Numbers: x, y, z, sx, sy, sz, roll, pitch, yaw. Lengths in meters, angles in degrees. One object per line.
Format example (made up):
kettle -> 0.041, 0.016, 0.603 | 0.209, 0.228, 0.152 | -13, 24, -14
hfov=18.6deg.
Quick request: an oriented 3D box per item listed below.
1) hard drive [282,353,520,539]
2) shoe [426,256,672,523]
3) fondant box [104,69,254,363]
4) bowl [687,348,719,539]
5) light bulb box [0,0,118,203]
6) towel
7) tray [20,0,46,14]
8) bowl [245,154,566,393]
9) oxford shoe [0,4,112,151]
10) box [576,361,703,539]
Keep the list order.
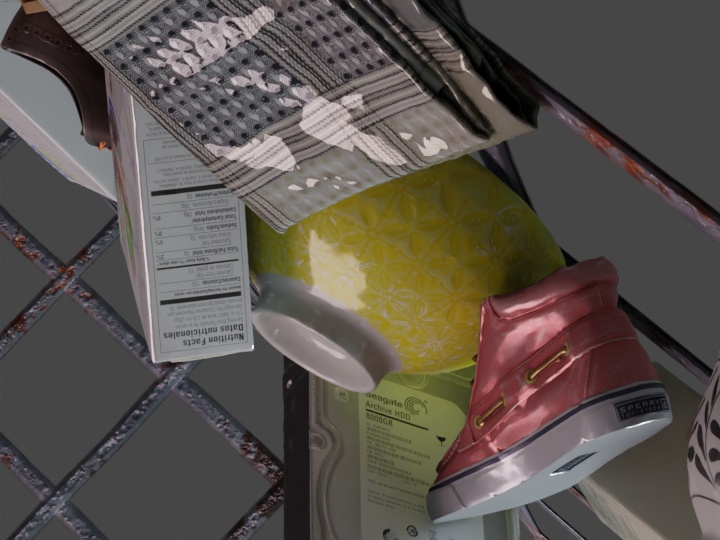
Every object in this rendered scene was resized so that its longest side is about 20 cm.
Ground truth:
hard drive -> 0.024, 0.127, 1.236 | 0.139, 0.038, 0.201 | 20, -135, -22
shoe -> 0.086, 0.065, 1.147 | 0.200, 0.071, 0.092 | -40, 62, 56
fondant box -> -0.099, -0.074, 1.156 | 0.144, 0.058, 0.201 | -116, 22, -61
bowl -> 0.210, 0.122, 0.983 | 0.201, 0.094, 0.201 | 43, 173, 7
light bulb box -> -0.216, -0.163, 1.550 | 0.198, 0.125, 0.200 | 45, 174, -16
towel -> -0.044, -0.102, 0.984 | 0.193, 0.035, 0.200 | 46, 143, -19
tray -> -0.191, -0.231, 1.121 | 0.201, 0.037, 0.099 | 67, 168, -11
bowl -> 0.000, 0.000, 1.193 | 0.199, 0.108, 0.200 | 29, 163, 10
oxford shoe -> -0.124, -0.088, 1.294 | 0.200, 0.073, 0.071 | 44, 173, -5
box -> 0.212, 0.146, 1.174 | 0.200, 0.078, 0.095 | 39, 171, 32
